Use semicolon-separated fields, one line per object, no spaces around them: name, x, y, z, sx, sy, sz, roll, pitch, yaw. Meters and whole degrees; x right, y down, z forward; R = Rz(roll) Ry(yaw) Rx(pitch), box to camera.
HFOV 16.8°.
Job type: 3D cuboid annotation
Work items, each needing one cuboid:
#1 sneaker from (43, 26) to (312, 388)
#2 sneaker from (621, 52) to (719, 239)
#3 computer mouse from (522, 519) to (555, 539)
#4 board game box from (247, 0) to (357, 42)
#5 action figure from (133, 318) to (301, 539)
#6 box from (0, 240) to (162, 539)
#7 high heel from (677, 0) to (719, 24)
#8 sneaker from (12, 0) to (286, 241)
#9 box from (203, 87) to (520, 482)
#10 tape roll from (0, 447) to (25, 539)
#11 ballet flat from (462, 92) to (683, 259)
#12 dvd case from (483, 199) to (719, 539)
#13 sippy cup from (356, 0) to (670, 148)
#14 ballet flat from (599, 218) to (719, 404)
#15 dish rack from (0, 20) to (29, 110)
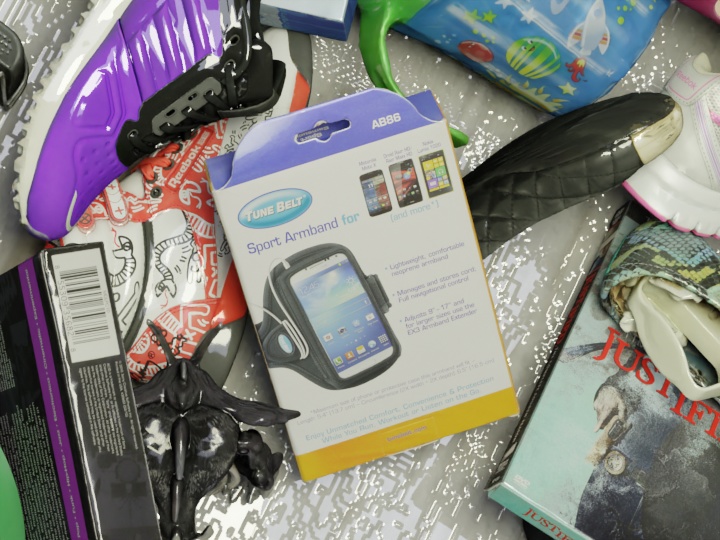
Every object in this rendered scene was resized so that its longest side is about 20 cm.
sneaker;-0.097;-0.044;1.240;0.107;0.067;0.203;17;82;-13
sneaker;0.229;-0.060;1.279;0.199;0.081;0.089;9;115;-35
computer mouse;0.180;0.152;1.288;0.199;0.053;0.139;28;79;-8
board game box;-0.080;-0.236;1.254;0.198;0.043;0.201;13;80;5
action figure;-0.094;0.118;1.206;0.118;0.102;0.201;2;98;-11
box;-0.152;0.073;1.145;0.036;0.200;0.144;-10;86;-27
high heel;0.213;-0.139;1.253;0.096;0.200;0.068;35;88;19
sneaker;-0.091;-0.093;1.179;0.099;0.070;0.201;28;90;4
box;0.000;0.000;1.201;0.118;0.042;0.201;-17;119;-3
tape roll;-0.256;0.124;1.135;0.199;0.048;0.202;4;106;15
ballet flat;0.083;-0.032;1.251;0.199;0.067;0.057;-30;107;22
dvd case;0.163;0.075;1.273;0.146;0.022;0.201;33;54;-6
sippy cup;0.086;-0.153;1.271;0.130;0.140;0.178;38;112;-16
ballet flat;0.198;0.060;1.243;0.074;0.074;0.200;-43;76;-14
dish rack;-0.272;-0.079;1.201;0.153;0.055;0.200;36;71;-6
